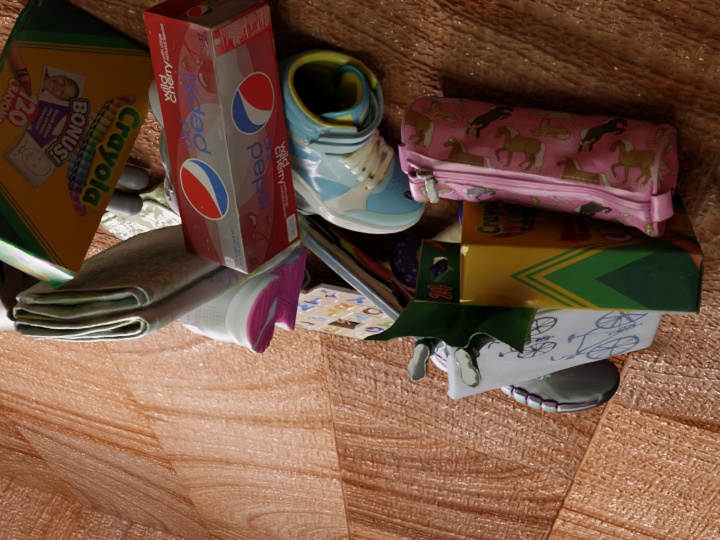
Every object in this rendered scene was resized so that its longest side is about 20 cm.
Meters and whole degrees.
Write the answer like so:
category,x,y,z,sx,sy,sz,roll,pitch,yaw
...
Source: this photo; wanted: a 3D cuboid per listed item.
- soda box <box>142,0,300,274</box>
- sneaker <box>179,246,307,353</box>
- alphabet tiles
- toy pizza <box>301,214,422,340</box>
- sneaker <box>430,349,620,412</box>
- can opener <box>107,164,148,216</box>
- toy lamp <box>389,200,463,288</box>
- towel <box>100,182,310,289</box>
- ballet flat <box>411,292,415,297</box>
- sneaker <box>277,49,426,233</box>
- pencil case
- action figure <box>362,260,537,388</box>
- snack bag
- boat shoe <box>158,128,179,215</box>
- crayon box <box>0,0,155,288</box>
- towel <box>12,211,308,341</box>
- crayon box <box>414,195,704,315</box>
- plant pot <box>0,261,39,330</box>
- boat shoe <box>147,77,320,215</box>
category,x,y,z,sx,sy,sz,roll,pitch,yaw
soda box,-0.099,-0.102,1.013,0.070,0.063,0.200,20,130,35
sneaker,-0.105,0.016,1.260,0.088,0.081,0.200,11,-170,10
alphabet tiles,-0.045,0.039,1.445,0.200,0.008,0.167,11,163,-23
toy pizza,0.000,0.000,1.275,0.200,0.032,0.200,41,179,1
sneaker,0.155,0.082,1.368,0.200,0.074,0.088,12,152,20
can opener,-0.299,-0.102,1.350,0.200,0.053,0.066,16,-168,13
toy lamp,0.086,-0.033,1.176,0.058,0.058,0.200,25,160,-14
towel,-0.163,-0.023,1.424,0.200,0.037,0.148,31,156,-27
ballet flat,0.107,0.024,1.263,0.069,0.069,0.200,23,165,-11
sneaker,-0.003,-0.096,1.067,0.200,0.080,0.131,30,157,-27
pencil case,0.129,-0.076,0.991,0.200,0.087,0.083,9,162,18
action figure,0.096,0.025,1.048,0.118,0.200,0.055,8,116,23
snack bag,0.162,0.056,1.173,0.200,0.021,0.189,-16,160,0
boat shoe,-0.146,-0.074,1.242,0.069,0.071,0.200,9,157,20
crayon box,-0.245,-0.102,1.085,0.119,0.200,0.058,28,156,-23
towel,-0.164,0.004,1.137,0.171,0.200,0.048,-4,109,40
crayon box,0.142,-0.017,1.019,0.200,0.127,0.051,2,112,4
plant pot,-0.423,-0.016,1.473,0.198,0.200,0.200,-1,152,23
boat shoe,-0.104,-0.100,1.156,0.200,0.071,0.070,27,152,-36
